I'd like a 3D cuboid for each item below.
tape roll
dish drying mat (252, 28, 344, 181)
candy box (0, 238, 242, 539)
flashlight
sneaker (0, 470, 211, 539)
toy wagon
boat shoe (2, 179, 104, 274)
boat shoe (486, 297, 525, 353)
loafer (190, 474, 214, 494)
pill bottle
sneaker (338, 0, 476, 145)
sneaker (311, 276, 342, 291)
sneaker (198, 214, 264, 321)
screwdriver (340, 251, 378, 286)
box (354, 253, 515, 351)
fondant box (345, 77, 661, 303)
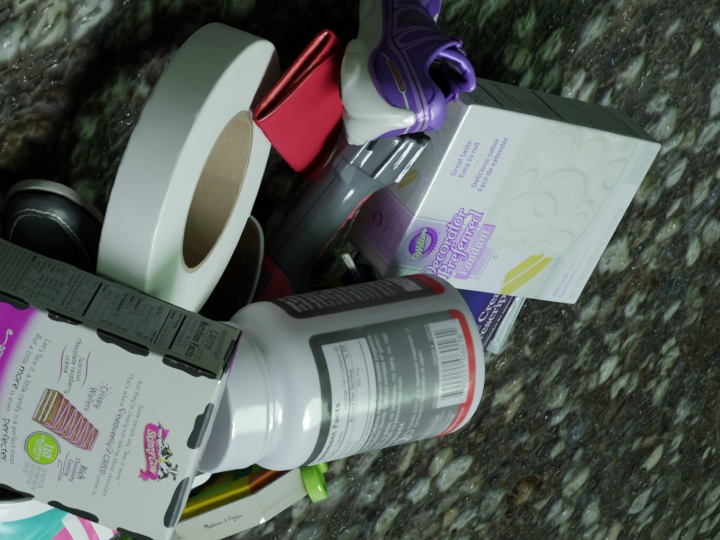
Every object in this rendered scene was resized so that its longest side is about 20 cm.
[{"bbox_3d":[-0.105,-0.055,1.433,0.203,0.037,0.204,20,90,-78],"label":"tape roll"},{"bbox_3d":[-0.029,-0.107,1.525,0.077,0.018,0.200,-49,170,-2],"label":"dish drying mat"},{"bbox_3d":[-0.185,0.067,1.372,0.061,0.199,0.137,-67,179,-58],"label":"candy box"},{"bbox_3d":[-0.026,-0.031,1.600,0.068,0.068,0.200,31,112,-22],"label":"flashlight"},{"bbox_3d":[-0.188,0.173,1.502,0.199,0.084,0.121,-8,124,-41],"label":"sneaker"},{"bbox_3d":[-0.102,0.161,1.711,0.154,0.040,0.200,-20,-169,3],"label":"toy wagon"},{"bbox_3d":[-0.187,0.027,1.428,0.201,0.072,0.063,87,11,-49],"label":"boat shoe"},{"bbox_3d":[0.144,-0.020,1.881,0.201,0.071,0.070,-57,176,19],"label":"boat shoe"},{"bbox_3d":[-0.120,0.110,1.681,0.200,0.072,0.063,-31,128,-46],"label":"loafer"},{"bbox_3d":[-0.026,0.071,1.540,0.199,0.114,0.114,-10,134,-33],"label":"pill bottle"},{"bbox_3d":[0.037,-0.136,1.505,0.200,0.083,0.081,-77,168,-58],"label":"sneaker"},{"bbox_3d":[-0.039,0.083,1.676,0.200,0.074,0.083,-46,120,-41],"label":"sneaker"},{"bbox_3d":[-0.130,0.044,1.591,0.201,0.073,0.085,-62,-173,4],"label":"sneaker"},{"bbox_3d":[0.000,0.000,1.588,0.029,0.028,0.200,-24,172,-4],"label":"screwdriver"},{"bbox_3d":[0.082,-0.032,1.787,0.141,0.079,0.201,-1,125,-53],"label":"box"},{"bbox_3d":[0.105,-0.058,1.661,0.199,0.058,0.145,8,118,-40],"label":"fondant box"}]
